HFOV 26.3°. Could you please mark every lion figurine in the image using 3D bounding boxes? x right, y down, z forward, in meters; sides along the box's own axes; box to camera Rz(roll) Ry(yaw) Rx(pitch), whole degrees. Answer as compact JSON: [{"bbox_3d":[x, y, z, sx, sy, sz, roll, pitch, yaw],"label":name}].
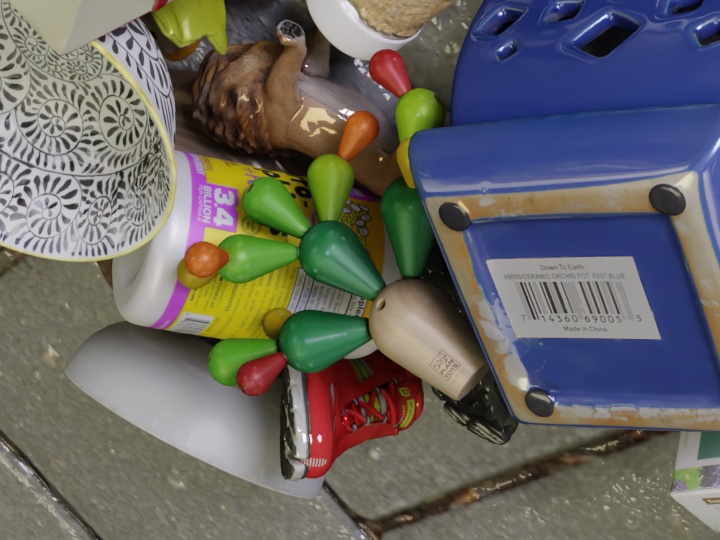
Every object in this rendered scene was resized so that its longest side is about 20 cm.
[{"bbox_3d":[-0.007,-0.085,0.906,0.200,0.073,0.123,33,138,7],"label":"lion figurine"}]

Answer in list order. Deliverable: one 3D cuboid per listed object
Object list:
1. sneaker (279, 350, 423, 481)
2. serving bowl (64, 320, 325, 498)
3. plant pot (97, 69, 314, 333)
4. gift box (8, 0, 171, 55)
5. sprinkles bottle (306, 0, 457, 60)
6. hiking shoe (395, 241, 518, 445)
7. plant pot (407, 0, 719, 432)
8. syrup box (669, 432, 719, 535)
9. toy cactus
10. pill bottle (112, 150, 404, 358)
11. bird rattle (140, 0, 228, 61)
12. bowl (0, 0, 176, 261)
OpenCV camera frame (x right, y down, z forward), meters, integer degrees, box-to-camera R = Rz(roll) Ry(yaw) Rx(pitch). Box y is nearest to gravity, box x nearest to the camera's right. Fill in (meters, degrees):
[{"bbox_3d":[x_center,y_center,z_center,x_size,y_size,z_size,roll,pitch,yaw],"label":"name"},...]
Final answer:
[{"bbox_3d":[-0.003,0.081,0.982,0.085,0.200,0.077,5,102,9],"label":"sneaker"},{"bbox_3d":[-0.104,0.086,1.087,0.200,0.066,0.200,28,180,0],"label":"serving bowl"},{"bbox_3d":[-0.110,-0.023,1.026,0.200,0.093,0.201,20,136,21],"label":"plant pot"},{"bbox_3d":[-0.092,-0.229,0.699,0.200,0.185,0.187,43,142,5],"label":"gift box"},{"bbox_3d":[0.053,-0.178,0.784,0.068,0.068,0.200,49,138,-10],"label":"sprinkles bottle"},{"bbox_3d":[0.081,0.000,0.900,0.076,0.101,0.201,24,136,38],"label":"hiking shoe"},{"bbox_3d":[0.146,-0.033,0.758,0.199,0.180,0.200,-1,126,37],"label":"plant pot"},{"bbox_3d":[0.256,0.124,0.835,0.081,0.079,0.200,-13,140,44],"label":"syrup box"},{"bbox_3d":[0.000,0.000,0.811,0.165,0.200,0.102,41,-175,15],"label":"toy cactus"},{"bbox_3d":[-0.040,-0.005,0.925,0.199,0.105,0.104,10,145,-23],"label":"pill bottle"},{"bbox_3d":[-0.138,-0.199,0.893,0.200,0.113,0.163,41,156,4],"label":"bird rattle"},{"bbox_3d":[-0.175,-0.107,0.840,0.200,0.094,0.201,14,141,12],"label":"bowl"}]
